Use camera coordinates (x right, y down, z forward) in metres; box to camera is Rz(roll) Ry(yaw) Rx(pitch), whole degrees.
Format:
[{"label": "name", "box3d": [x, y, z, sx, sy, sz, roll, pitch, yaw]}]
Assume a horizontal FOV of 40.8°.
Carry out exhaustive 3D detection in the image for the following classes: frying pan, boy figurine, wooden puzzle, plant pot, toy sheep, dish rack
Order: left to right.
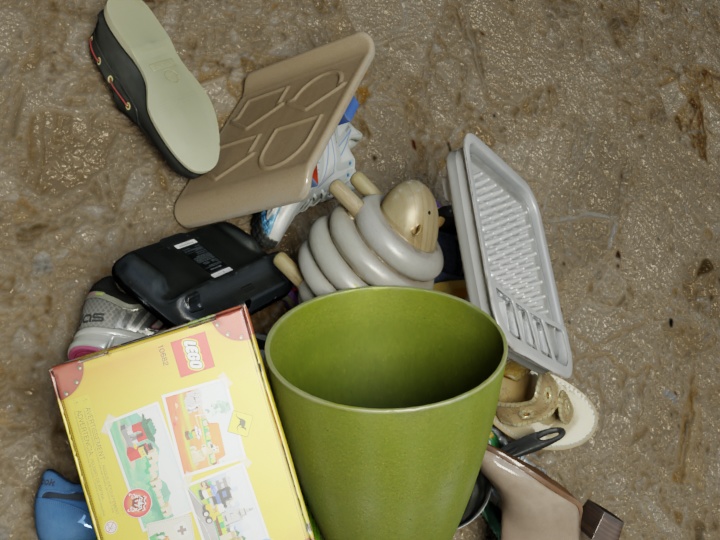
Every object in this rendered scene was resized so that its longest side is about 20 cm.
[{"label": "wooden puzzle", "box3d": [-0.077, -0.129, 0.947, 0.046, 0.183, 0.202, 45, 51, -34]}, {"label": "toy sheep", "box3d": [0.000, 0.000, 0.878, 0.137, 0.201, 0.139, 30, 28, -18]}, {"label": "plant pot", "box3d": [0.021, 0.144, 0.773, 0.183, 0.203, 0.188, -1, 26, 0]}, {"label": "frying pan", "box3d": [0.095, 0.184, 0.936, 0.189, 0.031, 0.114, -33, 50, -27]}, {"label": "boy figurine", "box3d": [0.096, 0.037, 0.929, 0.122, 0.065, 0.203, 7, 57, -7]}, {"label": "dish rack", "box3d": [0.128, -0.006, 0.871, 0.171, 0.043, 0.203, 27, 50, -52]}]

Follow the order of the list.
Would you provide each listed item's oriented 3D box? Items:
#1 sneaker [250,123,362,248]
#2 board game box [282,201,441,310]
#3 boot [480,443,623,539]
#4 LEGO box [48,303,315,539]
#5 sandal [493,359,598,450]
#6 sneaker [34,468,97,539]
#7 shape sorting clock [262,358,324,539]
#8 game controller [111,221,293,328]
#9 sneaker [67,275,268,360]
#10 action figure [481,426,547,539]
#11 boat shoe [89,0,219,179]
[{"label": "sneaker", "box3d": [-0.046, -0.096, 1.005, 0.086, 0.075, 0.202, 34, 55, -17]}, {"label": "board game box", "box3d": [0.028, 0.012, 0.981, 0.199, 0.032, 0.121, -32, 76, -24]}, {"label": "boot", "box3d": [0.148, 0.259, 0.878, 0.198, 0.070, 0.148, 32, 90, -16]}, {"label": "LEGO box", "box3d": [-0.128, 0.144, 0.723, 0.147, 0.077, 0.203, -16, 89, -11]}, {"label": "sandal", "box3d": [0.150, 0.118, 0.949, 0.209, 0.070, 0.079, 26, 77, -6]}, {"label": "sneaker", "box3d": [-0.165, 0.189, 0.797, 0.197, 0.066, 0.080, 2, 74, -26]}, {"label": "shape sorting clock", "box3d": [-0.052, 0.174, 0.852, 0.199, 0.039, 0.203, 29, 51, -42]}, {"label": "game controller", "box3d": [-0.134, 0.004, 0.864, 0.103, 0.043, 0.200, 29, 20, 14]}, {"label": "sneaker", "box3d": [-0.159, 0.049, 0.868, 0.197, 0.074, 0.089, 8, 64, -24]}, {"label": "action figure", "box3d": [0.153, 0.224, 0.971, 0.118, 0.055, 0.201, -34, 82, -35]}, {"label": "boat shoe", "box3d": [-0.203, -0.174, 0.961, 0.073, 0.063, 0.203, -20, 75, -45]}]
